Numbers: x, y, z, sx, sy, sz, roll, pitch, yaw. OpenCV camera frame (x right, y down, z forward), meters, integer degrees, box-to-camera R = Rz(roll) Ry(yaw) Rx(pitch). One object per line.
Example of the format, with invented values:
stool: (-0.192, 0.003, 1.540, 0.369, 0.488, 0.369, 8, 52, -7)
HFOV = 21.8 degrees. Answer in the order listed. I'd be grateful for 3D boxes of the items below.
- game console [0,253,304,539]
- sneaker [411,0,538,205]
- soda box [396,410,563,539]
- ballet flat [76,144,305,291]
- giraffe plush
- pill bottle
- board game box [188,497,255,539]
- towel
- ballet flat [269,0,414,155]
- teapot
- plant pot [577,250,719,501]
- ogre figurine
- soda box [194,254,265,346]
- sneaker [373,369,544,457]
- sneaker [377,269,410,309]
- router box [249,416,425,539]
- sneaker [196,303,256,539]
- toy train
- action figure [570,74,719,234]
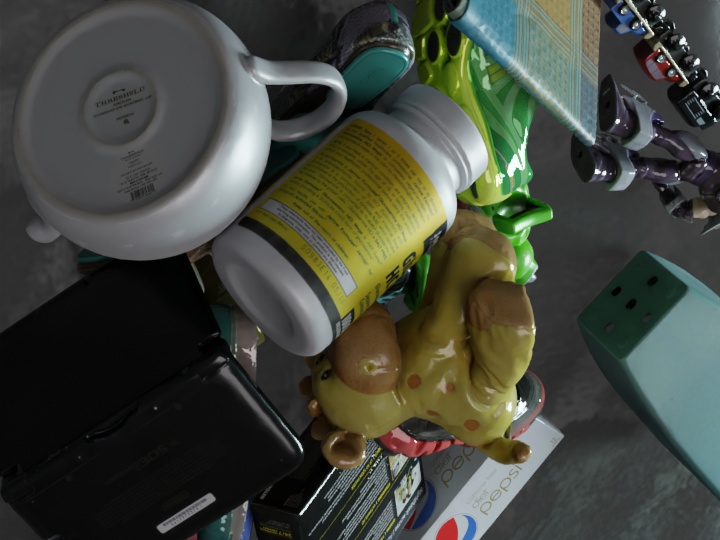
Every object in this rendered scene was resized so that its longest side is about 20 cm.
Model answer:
game console: (-0.168, 0.104, 1.383, 0.199, 0.117, 0.176, -33, 118, 10)
sneaker: (0.093, -0.153, 1.456, 0.083, 0.074, 0.202, -10, 97, -41)
soda box: (0.089, 0.197, 1.694, 0.063, 0.068, 0.201, 32, 100, -40)
ballet flat: (-0.115, -0.022, 1.421, 0.199, 0.068, 0.073, -27, 112, 0)
giraffe plush: (0.035, 0.066, 1.411, 0.160, 0.173, 0.202, -6, 110, -9)
pill bottle: (-0.003, -0.041, 1.357, 0.200, 0.112, 0.113, -43, 132, -20)
board game box: (-0.162, 0.240, 1.508, 0.133, 0.045, 0.202, 2, 108, -27)
towel: (0.128, -0.203, 1.438, 0.022, 0.148, 0.200, -13, 146, 33)
ballet flat: (-0.022, -0.139, 1.415, 0.071, 0.073, 0.200, 7, 148, -33)
teapot: (-0.139, -0.091, 1.329, 0.199, 0.199, 0.146, -63, 156, -8)
plant pot: (0.301, 0.086, 1.707, 0.141, 0.141, 0.200, -46, 123, 3)
ogre figurine: (0.086, -0.040, 1.524, 0.119, 0.098, 0.202, -15, 94, -20)
soda box: (-0.179, 0.072, 1.463, 0.199, 0.068, 0.064, -33, 129, -8)
sneaker: (0.097, 0.103, 1.555, 0.199, 0.071, 0.098, -3, 148, -45)
sneaker: (0.000, 0.000, 1.501, 0.077, 0.086, 0.201, -18, 136, -21)
router box: (-0.014, 0.191, 1.575, 0.200, 0.051, 0.150, -50, 142, -44)
sneaker: (-0.123, 0.123, 1.431, 0.079, 0.071, 0.202, 2, 102, -8)
toy train: (0.255, -0.184, 1.581, 0.046, 0.034, 0.200, -36, 132, 11)
action figure: (0.282, -0.095, 1.611, 0.198, 0.070, 0.130, 17, 129, -26)
